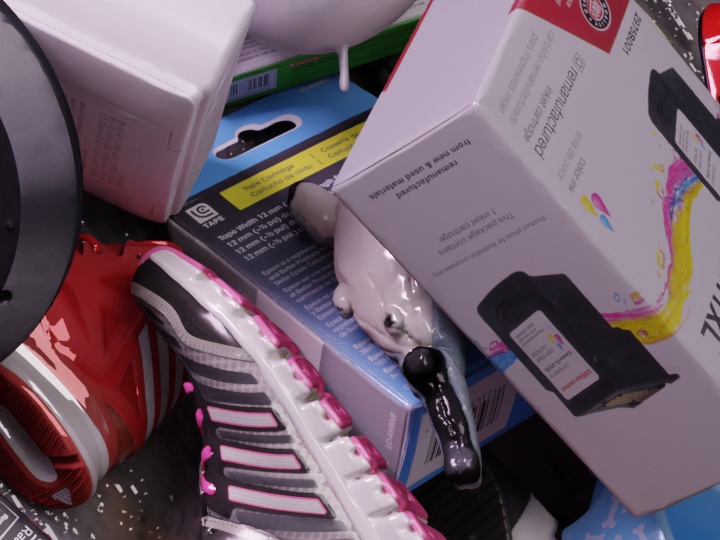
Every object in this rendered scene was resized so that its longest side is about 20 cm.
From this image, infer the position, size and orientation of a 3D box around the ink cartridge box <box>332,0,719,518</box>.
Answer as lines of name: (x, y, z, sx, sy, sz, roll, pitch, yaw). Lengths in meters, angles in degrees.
ink cartridge box: (0.100, -0.022, 0.903, 0.200, 0.083, 0.146, 46, 40, -18)

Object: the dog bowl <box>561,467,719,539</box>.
dog bowl: (0.144, 0.108, 1.013, 0.111, 0.050, 0.200, 37, 32, -29)

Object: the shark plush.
shark plush: (0.039, -0.002, 0.918, 0.083, 0.091, 0.200, 24, 28, -29)

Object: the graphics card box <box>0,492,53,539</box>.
graphics card box: (-0.213, 0.071, 0.826, 0.200, 0.125, 0.051, 42, 62, -6)

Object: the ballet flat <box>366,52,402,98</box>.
ballet flat: (0.044, -0.086, 1.085, 0.066, 0.057, 0.201, -15, 76, -35)

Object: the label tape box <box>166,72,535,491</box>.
label tape box: (0.000, 0.000, 1.005, 0.143, 0.066, 0.200, -28, 51, -35)

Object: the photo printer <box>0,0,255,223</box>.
photo printer: (-0.149, -0.107, 0.905, 0.199, 0.166, 0.070, 25, 70, -1)

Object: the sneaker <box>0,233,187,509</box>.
sneaker: (-0.150, -0.005, 0.940, 0.115, 0.078, 0.200, -40, 103, -44)

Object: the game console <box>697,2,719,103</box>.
game console: (0.228, -0.030, 1.139, 0.177, 0.031, 0.201, 31, 49, -57)

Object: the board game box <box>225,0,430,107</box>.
board game box: (-0.036, -0.194, 1.062, 0.152, 0.040, 0.201, -18, 77, -8)

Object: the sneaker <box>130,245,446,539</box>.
sneaker: (-0.044, 0.082, 0.899, 0.087, 0.074, 0.200, -38, 81, 2)

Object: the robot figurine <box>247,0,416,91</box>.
robot figurine: (-0.038, -0.180, 0.975, 0.200, 0.169, 0.113, 54, 14, 7)

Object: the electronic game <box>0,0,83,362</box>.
electronic game: (-0.205, -0.040, 0.850, 0.200, 0.200, 0.042, 41, 22, -7)

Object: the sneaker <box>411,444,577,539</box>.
sneaker: (0.079, 0.149, 0.999, 0.088, 0.074, 0.200, -6, 60, -57)

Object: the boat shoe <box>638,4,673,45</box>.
boat shoe: (0.134, -0.109, 1.141, 0.200, 0.072, 0.060, 39, 55, -5)
